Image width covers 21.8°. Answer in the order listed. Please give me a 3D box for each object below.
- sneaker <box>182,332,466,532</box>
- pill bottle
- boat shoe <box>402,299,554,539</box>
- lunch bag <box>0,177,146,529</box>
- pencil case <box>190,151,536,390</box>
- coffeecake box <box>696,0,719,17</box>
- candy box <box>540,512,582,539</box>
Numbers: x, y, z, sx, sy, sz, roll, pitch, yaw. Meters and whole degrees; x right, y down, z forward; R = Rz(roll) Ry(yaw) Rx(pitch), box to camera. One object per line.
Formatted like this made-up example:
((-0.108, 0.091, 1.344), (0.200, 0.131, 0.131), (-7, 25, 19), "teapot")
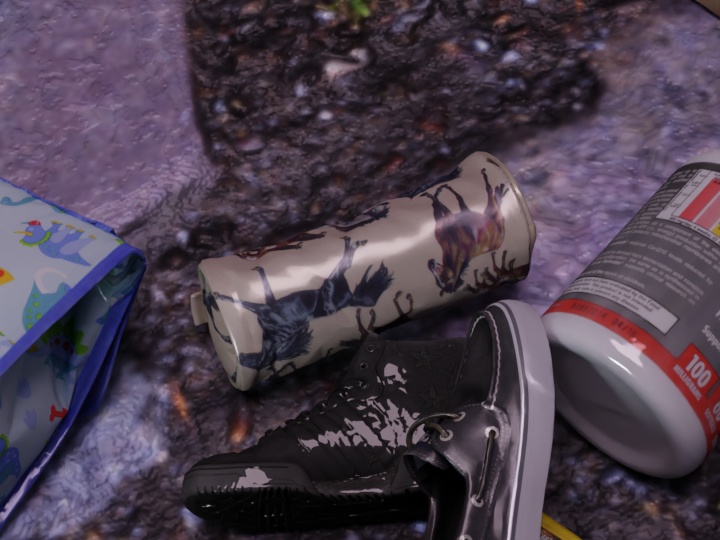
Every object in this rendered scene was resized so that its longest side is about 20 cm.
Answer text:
((0.002, 0.084, 1.033), (0.199, 0.060, 0.104), (-2, 59, -1), "sneaker")
((0.194, 0.007, 1.022), (0.116, 0.116, 0.200), (34, 67, 26), "pill bottle")
((0.053, 0.105, 0.957), (0.066, 0.070, 0.201), (14, 70, -19), "boat shoe")
((-0.239, 0.037, 1.056), (0.170, 0.128, 0.200), (25, 73, 23), "lunch bag")
((0.000, 0.000, 1.076), (0.199, 0.078, 0.089), (-22, 16, -6), "pencil case")
((0.281, -0.277, 1.177), (0.200, 0.154, 0.073), (-38, 60, -18), "coffeecake box")
((0.133, 0.212, 0.948), (0.200, 0.026, 0.102), (33, 70, 26), "candy box")
